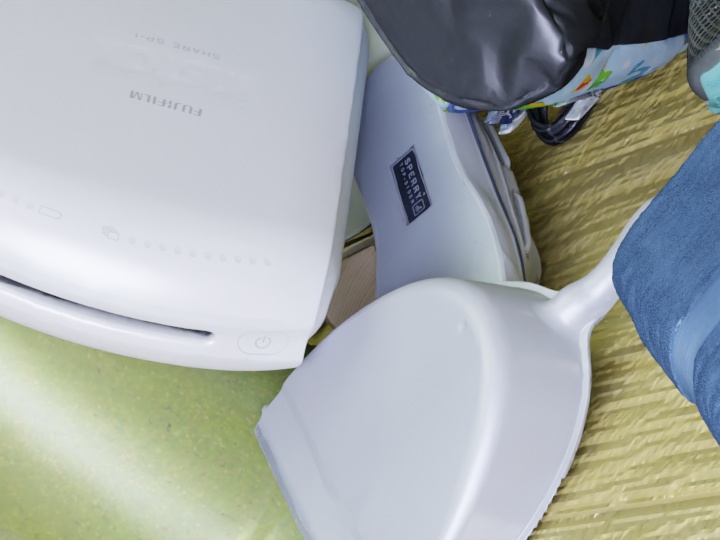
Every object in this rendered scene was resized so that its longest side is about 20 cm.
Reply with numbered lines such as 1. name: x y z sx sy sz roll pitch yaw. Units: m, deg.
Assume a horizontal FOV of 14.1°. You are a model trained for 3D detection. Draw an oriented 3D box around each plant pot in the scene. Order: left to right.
1. plant pot: -0.106 0.070 1.211 0.200 0.184 0.200 -46 17 18

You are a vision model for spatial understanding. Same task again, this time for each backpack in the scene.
1. backpack: 0.070 -0.137 1.187 0.200 0.163 0.154 -20 -11 -47

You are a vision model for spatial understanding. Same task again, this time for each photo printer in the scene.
1. photo printer: -0.084 -0.046 1.146 0.200 0.166 0.070 -82 9 -49

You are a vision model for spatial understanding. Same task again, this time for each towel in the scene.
1. towel: 0.144 0.003 0.931 0.112 0.049 0.200 -49 17 7

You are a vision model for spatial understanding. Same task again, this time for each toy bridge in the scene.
1. toy bridge: 0.000 0.000 1.307 0.067 0.027 0.200 -27 4 -8

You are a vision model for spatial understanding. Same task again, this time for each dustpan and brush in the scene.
1. dustpan and brush: 0.055 0.033 1.069 0.200 0.057 0.140 -53 39 21

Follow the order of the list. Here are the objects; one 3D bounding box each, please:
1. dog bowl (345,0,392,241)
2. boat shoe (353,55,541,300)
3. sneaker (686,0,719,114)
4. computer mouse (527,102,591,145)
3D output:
1. dog bowl: -0.044 -0.111 1.318 0.200 0.200 0.079 -34 9 45
2. boat shoe: 0.045 -0.005 1.178 0.074 0.065 0.200 -33 44 29
3. sneaker: 0.149 -0.144 1.150 0.078 0.091 0.200 -38 21 40
4. computer mouse: 0.132 -0.140 1.303 0.059 0.034 0.200 21 77 45
